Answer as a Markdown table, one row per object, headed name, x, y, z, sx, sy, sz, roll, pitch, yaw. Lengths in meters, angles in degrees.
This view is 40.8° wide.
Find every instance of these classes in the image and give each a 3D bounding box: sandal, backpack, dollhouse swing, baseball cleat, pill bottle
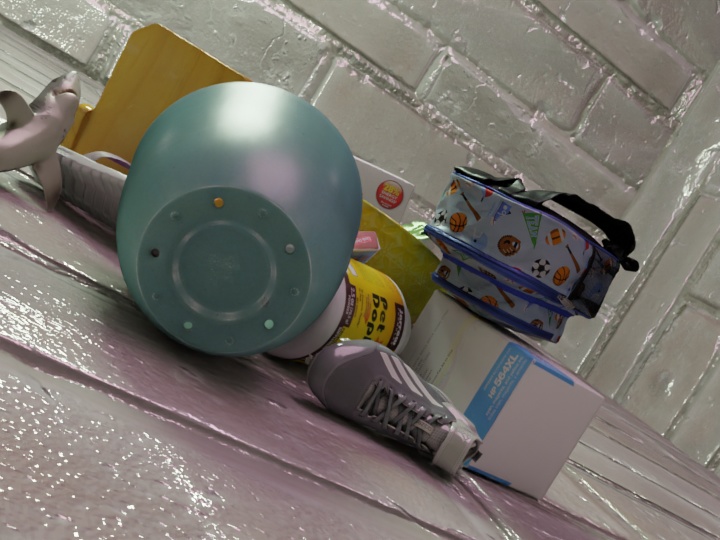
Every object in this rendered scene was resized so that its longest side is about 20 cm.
| name | x | y | z | sx | sy | sz | roll | pitch | yaw |
| --- | --- | --- | --- | --- | --- | --- | --- | --- | --- |
| sandal | -0.235 | -0.081 | 0.934 | 0.201 | 0.050 | 0.083 | 29 | -36 | 13 |
| backpack | 0.155 | -0.022 | 1.005 | 0.199 | 0.155 | 0.190 | 23 | -7 | 39 |
| dollhouse swing | -0.182 | -0.122 | 1.023 | 0.199 | 0.177 | 0.182 | 33 | -5 | 22 |
| baseball cleat | 0.042 | 0.119 | 0.829 | 0.199 | 0.070 | 0.106 | 27 | 7 | -45 |
| pill bottle | -0.023 | 0.042 | 0.947 | 0.109 | 0.110 | 0.200 | 34 | 5 | 28 |

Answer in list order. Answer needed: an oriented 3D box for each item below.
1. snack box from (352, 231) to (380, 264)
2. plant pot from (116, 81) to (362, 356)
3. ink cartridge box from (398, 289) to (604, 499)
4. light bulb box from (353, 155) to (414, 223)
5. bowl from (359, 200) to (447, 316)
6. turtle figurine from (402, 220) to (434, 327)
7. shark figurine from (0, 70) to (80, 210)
| name | x | y | z | sx | sy | sz | roll | pitch | yaw |
| --- | --- | --- | --- | --- | --- | --- | --- | --- | --- |
| snack box | -0.077 | -0.012 | 0.960 | 0.198 | 0.072 | 0.025 | -2 | 62 | -38 |
| plant pot | -0.096 | -0.027 | 0.741 | 0.199 | 0.202 | 0.161 | 31 | 19 | -12 |
| ink cartridge box | 0.127 | 0.120 | 1.022 | 0.128 | 0.126 | 0.200 | 28 | 7 | -37 |
| light bulb box | -0.041 | -0.112 | 1.468 | 0.196 | 0.126 | 0.200 | 24 | 2 | -8 |
| bowl | 0.000 | 0.000 | 1.121 | 0.199 | 0.108 | 0.200 | 35 | -8 | 5 |
| turtle figurine | 0.055 | 0.026 | 1.327 | 0.142 | 0.196 | 0.201 | -4 | 34 | 11 |
| shark figurine | -0.344 | -0.117 | 0.854 | 0.089 | 0.130 | 0.214 | 5 | 8 | 32 |
